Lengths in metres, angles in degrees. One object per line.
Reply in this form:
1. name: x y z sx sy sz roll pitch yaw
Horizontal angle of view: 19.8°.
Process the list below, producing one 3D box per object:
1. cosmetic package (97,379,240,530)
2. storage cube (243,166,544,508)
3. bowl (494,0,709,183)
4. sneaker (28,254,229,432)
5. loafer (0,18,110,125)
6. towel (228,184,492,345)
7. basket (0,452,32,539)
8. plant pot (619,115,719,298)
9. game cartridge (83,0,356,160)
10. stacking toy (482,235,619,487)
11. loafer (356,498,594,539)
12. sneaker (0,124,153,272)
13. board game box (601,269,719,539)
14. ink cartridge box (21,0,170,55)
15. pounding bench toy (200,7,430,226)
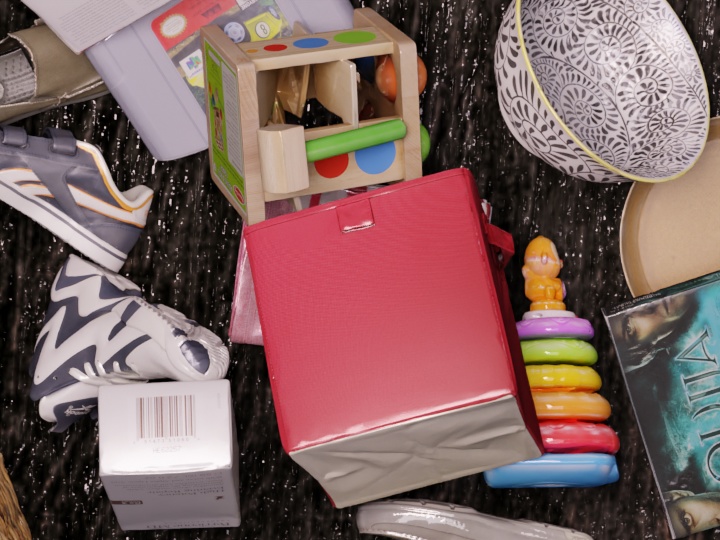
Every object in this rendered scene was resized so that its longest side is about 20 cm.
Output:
1. cosmetic package: -0.144 0.145 1.576 0.101 0.200 0.074 -2 69 -1
2. storage cube: 0.029 0.054 1.535 0.199 0.171 0.181 -14 67 7
3. bowl: 0.170 -0.143 1.605 0.200 0.094 0.202 18 58 -32
4. sneaker: -0.190 0.081 1.595 0.199 0.079 0.130 29 94 37
5. loafer: -0.243 -0.161 1.626 0.199 0.070 0.075 -27 94 1
6. towel: 0.000 0.000 1.664 0.199 0.023 0.145 8 94 -1
7. basket: -0.355 0.181 1.610 0.148 0.143 0.201 -19 93 0
8. plant pot: 0.307 -0.026 1.664 0.199 0.027 0.201 0 93 0
9. game cartridge: -0.104 -0.180 1.620 0.200 0.041 0.133 -35 120 -3
10. stacking toy: 0.150 0.072 1.642 0.109 0.116 0.201 -1 80 4
11. loafer: 0.092 0.227 1.655 0.199 0.070 0.070 12 85 -2
12. sneaker: -0.255 -0.082 1.620 0.200 0.078 0.080 33 90 -24
13. board game box: 0.285 0.104 1.650 0.135 0.028 0.201 -18 104 4
14. ink cartridge box: -0.152 -0.285 1.556 0.199 0.176 0.084 -24 129 31
15. pounding bench toy: -0.019 -0.109 1.543 0.155 0.200 0.125 -9 112 -15
